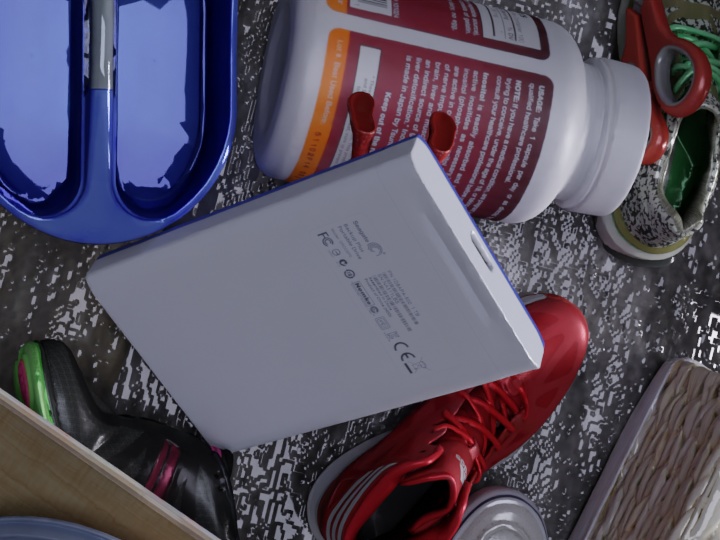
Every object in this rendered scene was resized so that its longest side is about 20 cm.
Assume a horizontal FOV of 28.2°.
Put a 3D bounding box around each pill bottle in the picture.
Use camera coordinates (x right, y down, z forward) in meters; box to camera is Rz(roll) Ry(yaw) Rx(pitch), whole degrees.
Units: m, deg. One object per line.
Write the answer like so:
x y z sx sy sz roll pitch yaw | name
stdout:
0.049 -0.088 0.773 0.198 0.113 0.114 11 88 -13 | pill bottle

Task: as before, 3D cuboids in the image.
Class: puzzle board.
-0.158 0.144 0.728 0.199 0.017 0.151 36 123 -6 | puzzle board

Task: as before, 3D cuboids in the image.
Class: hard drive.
-0.025 0.020 0.720 0.198 0.025 0.132 -18 120 29 | hard drive

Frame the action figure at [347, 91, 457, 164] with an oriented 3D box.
0.000 0.000 0.745 0.065 0.052 0.201 10 129 -8 | action figure

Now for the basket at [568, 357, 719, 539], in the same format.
0.205 0.167 0.808 0.135 0.123 0.201 29 85 -11 | basket

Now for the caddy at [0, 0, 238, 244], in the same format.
-0.135 -0.114 0.732 0.140 0.105 0.203 0 90 -14 | caddy

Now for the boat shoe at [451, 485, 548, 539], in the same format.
0.064 0.222 0.792 0.070 0.070 0.202 16 93 -7 | boat shoe

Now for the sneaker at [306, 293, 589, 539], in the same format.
0.064 0.093 0.777 0.200 0.115 0.078 -45 101 -8 | sneaker

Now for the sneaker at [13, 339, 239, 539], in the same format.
-0.113 0.110 0.763 0.084 0.077 0.201 -41 109 -15 | sneaker

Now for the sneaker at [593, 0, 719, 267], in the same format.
0.191 -0.102 0.819 0.076 0.089 0.203 7 89 -13 | sneaker

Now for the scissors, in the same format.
0.157 -0.154 0.823 0.014 0.073 0.202 10 54 -27 | scissors

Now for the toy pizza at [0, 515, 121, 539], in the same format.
-0.143 0.201 0.729 0.198 0.032 0.202 6 120 11 | toy pizza
